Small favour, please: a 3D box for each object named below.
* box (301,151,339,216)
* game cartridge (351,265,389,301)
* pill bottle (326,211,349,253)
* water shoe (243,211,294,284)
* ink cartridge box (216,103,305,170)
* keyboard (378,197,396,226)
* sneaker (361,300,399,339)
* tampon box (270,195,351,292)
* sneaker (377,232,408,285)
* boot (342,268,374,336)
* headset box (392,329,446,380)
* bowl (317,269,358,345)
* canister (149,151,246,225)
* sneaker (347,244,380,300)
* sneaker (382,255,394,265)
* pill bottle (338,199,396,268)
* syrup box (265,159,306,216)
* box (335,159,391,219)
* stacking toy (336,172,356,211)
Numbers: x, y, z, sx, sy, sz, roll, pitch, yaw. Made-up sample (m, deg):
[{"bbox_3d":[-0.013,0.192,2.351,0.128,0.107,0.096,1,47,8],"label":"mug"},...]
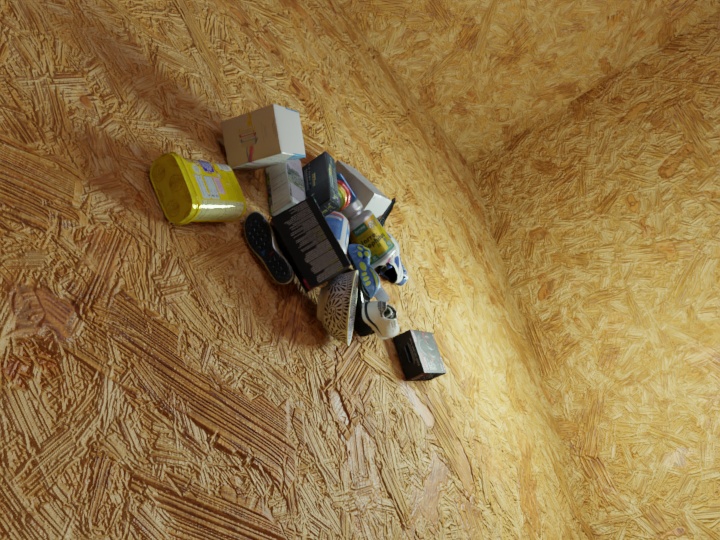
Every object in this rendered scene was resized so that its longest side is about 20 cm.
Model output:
[{"bbox_3d":[-0.139,-0.230,1.690,0.051,0.156,0.203,35,36,-42],"label":"box"},{"bbox_3d":[0.035,0.038,1.798,0.134,0.041,0.200,59,4,21],"label":"game cartridge"},{"bbox_3d":[-0.092,-0.073,1.674,0.112,0.111,0.202,47,28,-28],"label":"pill bottle"},{"bbox_3d":[-0.233,-0.052,1.460,0.202,0.071,0.079,62,-3,4],"label":"water shoe"},{"bbox_3d":[-0.267,-0.345,1.538,0.128,0.197,0.128,-13,93,-64],"label":"ink cartridge box"},{"bbox_3d":[0.065,-0.158,2.014,0.020,0.128,0.201,29,59,7],"label":"keyboard"},{"bbox_3d":[0.076,0.143,1.668,0.200,0.079,0.078,40,40,-55],"label":"sneaker"},{"bbox_3d":[-0.133,-0.062,1.492,0.202,0.125,0.150,61,-11,1],"label":"tampon box"},{"bbox_3d":[0.098,-0.039,2.040,0.115,0.080,0.202,-7,72,-66],"label":"sneaker"},{"bbox_3d":[0.013,0.103,1.751,0.153,0.073,0.207,15,53,-62],"label":"boot"},{"bbox_3d":[0.192,0.280,1.901,0.199,0.074,0.151,17,50,-57],"label":"headset box"},{"bbox_3d":[-0.063,0.094,1.542,0.201,0.092,0.205,7,90,-85],"label":"bowl"},{"bbox_3d":[-0.358,-0.179,1.303,0.151,0.086,0.199,65,24,7],"label":"canister"},{"bbox_3d":[0.000,0.000,1.664,0.069,0.083,0.202,1,46,-24],"label":"sneaker"},{"bbox_3d":[0.060,-0.060,1.932,0.088,0.082,0.199,40,39,13],"label":"sneaker"},{"bbox_3d":[0.015,-0.116,1.801,0.202,0.112,0.113,55,26,-8],"label":"pill bottle"},{"bbox_3d":[-0.212,-0.240,1.648,0.078,0.081,0.203,32,37,-49],"label":"syrup box"},{"bbox_3d":[-0.013,-0.265,1.953,0.200,0.098,0.124,45,17,27],"label":"box"},{"bbox_3d":[-0.090,-0.218,1.793,0.117,0.109,0.200,55,16,-12],"label":"stacking toy"}]
